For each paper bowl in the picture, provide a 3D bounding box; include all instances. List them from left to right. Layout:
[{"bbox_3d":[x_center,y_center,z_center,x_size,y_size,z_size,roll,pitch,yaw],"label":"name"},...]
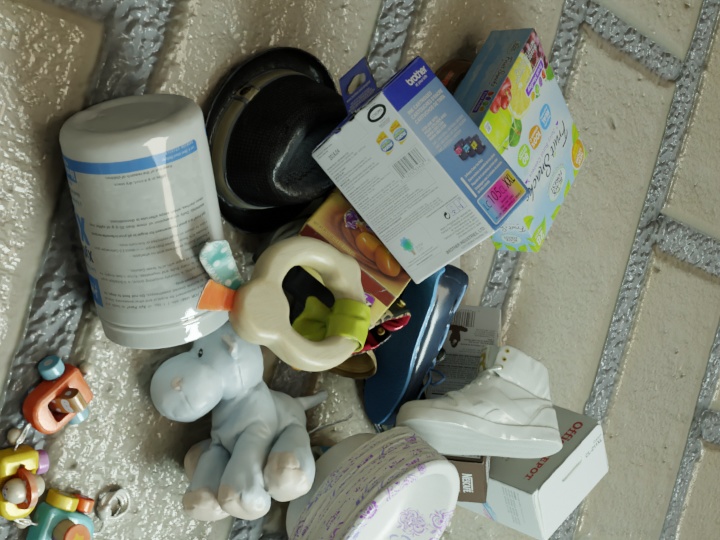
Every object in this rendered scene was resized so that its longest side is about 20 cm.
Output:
[{"bbox_3d":[0.001,0.251,1.377,0.200,0.104,0.202,-35,147,-28],"label":"paper bowl"}]

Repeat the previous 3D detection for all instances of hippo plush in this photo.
[{"bbox_3d":[-0.117,0.136,1.318,0.198,0.159,0.162,-32,114,-14],"label":"hippo plush"}]

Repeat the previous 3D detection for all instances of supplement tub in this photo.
[{"bbox_3d":[-0.191,-0.047,1.205,0.131,0.131,0.203,-27,120,-39],"label":"supplement tub"}]

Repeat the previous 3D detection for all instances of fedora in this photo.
[{"bbox_3d":[-0.065,-0.126,1.344,0.199,0.091,0.204,-17,114,-43],"label":"fedora"}]

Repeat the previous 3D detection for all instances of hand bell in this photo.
[{"bbox_3d":[0.007,0.009,1.487,0.104,0.103,0.202,54,51,-41],"label":"hand bell"}]

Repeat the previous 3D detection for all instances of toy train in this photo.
[{"bbox_3d":[-0.273,0.190,1.242,0.150,0.055,0.202,-39,127,-32],"label":"toy train"}]

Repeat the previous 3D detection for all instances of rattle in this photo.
[{"bbox_3d":[-0.100,0.035,1.242,0.198,0.142,0.133,-2,92,-38],"label":"rattle"}]

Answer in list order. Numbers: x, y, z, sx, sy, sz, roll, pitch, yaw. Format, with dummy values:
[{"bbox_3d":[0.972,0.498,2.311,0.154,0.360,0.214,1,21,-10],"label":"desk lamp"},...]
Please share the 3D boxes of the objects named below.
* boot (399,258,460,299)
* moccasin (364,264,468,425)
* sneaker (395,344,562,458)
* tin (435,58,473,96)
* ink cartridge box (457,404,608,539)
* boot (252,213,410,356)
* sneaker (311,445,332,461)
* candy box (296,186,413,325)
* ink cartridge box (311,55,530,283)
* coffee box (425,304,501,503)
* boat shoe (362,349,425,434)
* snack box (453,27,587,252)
[{"bbox_3d":[0.080,-0.029,1.560,0.072,0.090,0.203,19,60,-14],"label":"boot"},{"bbox_3d":[0.068,0.087,1.457,0.067,0.081,0.202,4,124,-37],"label":"moccasin"},{"bbox_3d":[0.124,0.137,1.455,0.197,0.074,0.117,10,59,-24],"label":"sneaker"},{"bbox_3d":[0.146,-0.169,1.605,0.200,0.042,0.113,42,75,-45],"label":"tin"},{"bbox_3d":[0.184,0.231,1.642,0.145,0.198,0.084,-38,127,-32],"label":"ink cartridge box"},{"bbox_3d":[0.000,0.000,1.404,0.198,0.151,0.073,-22,156,-41],"label":"boot"},{"bbox_3d":[-0.039,0.296,1.485,0.080,0.076,0.203,32,48,-44],"label":"sneaker"},{"bbox_3d":[0.022,-0.050,1.369,0.057,0.116,0.200,-50,-178,42],"label":"candy box"},{"bbox_3d":[0.045,-0.105,1.265,0.200,0.136,0.076,49,51,-6],"label":"ink cartridge box"},{"bbox_3d":[0.119,0.156,1.561,0.115,0.078,0.203,78,19,-57],"label":"coffee box"},{"bbox_3d":[0.040,0.148,1.547,0.073,0.066,0.202,-6,120,-2],"label":"boat shoe"},{"bbox_3d":[0.182,-0.151,1.559,0.170,0.067,0.201,-60,137,-30],"label":"snack box"}]
